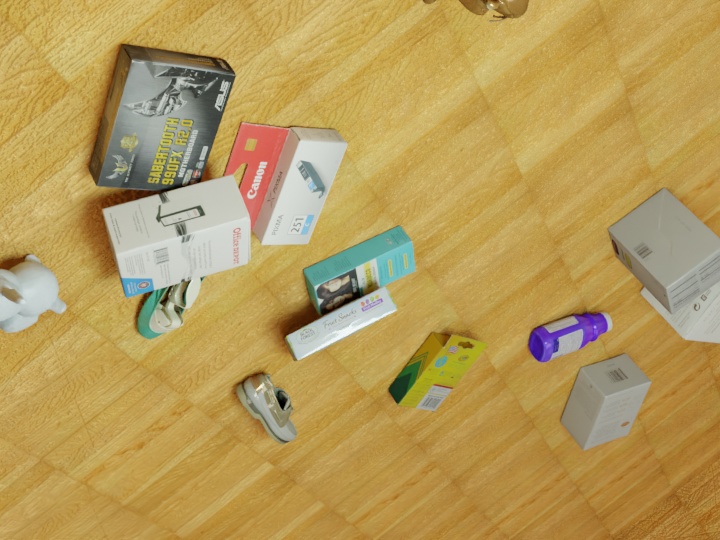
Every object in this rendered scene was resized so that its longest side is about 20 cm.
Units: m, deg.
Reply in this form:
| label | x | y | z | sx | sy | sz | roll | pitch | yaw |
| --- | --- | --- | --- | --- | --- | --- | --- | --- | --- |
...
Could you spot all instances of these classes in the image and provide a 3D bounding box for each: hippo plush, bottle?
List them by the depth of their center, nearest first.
| label | x | y | z | sx | sy | sz | roll | pitch | yaw |
| --- | --- | --- | --- | --- | --- | --- | --- | --- | --- |
| hippo plush | -0.513 | 0.019 | 1.413 | 0.200 | 0.160 | 0.160 | -40 | 173 | 27 |
| bottle | 0.477 | 0.143 | 2.268 | 0.198 | 0.065 | 0.084 | -18 | 138 | -21 |

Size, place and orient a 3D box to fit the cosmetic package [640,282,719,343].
| label | x | y | z | sx | sy | sz | roll | pitch | yaw |
| --- | --- | --- | --- | --- | --- | --- | --- | --- | --- |
| cosmetic package | 0.800 | 0.051 | 2.333 | 0.198 | 0.167 | 0.168 | 8 | 124 | -41 |

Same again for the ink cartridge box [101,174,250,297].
| label | x | y | z | sx | sy | sz | roll | pitch | yaw |
| --- | --- | --- | --- | --- | --- | --- | --- | --- | --- |
| ink cartridge box | -0.269 | -0.050 | 1.491 | 0.198 | 0.085 | 0.146 | -17 | 156 | -15 |

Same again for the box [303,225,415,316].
| label | x | y | z | sx | sy | sz | roll | pitch | yaw |
| --- | --- | --- | --- | --- | --- | --- | --- | --- | --- |
| box | 0.000 | 0.000 | 1.801 | 0.198 | 0.049 | 0.083 | -25 | 139 | -13 |

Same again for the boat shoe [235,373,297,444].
| label | x | y | z | sx | sy | sz | roll | pitch | yaw |
| --- | --- | --- | --- | --- | --- | --- | --- | --- | --- |
| boat shoe | -0.162 | 0.266 | 1.922 | 0.068 | 0.075 | 0.200 | -31 | 139 | 3 |

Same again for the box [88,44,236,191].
| label | x | y | z | sx | sy | sz | roll | pitch | yaw |
| --- | --- | --- | --- | --- | --- | --- | --- | --- | --- |
| box | -0.278 | -0.207 | 1.404 | 0.157 | 0.048 | 0.201 | 1 | 127 | -37 |

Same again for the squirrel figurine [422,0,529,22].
| label | x | y | z | sx | sy | sz | roll | pitch | yaw |
| --- | --- | --- | --- | --- | --- | --- | --- | --- | --- |
| squirrel figurine | 0.159 | -0.436 | 1.388 | 0.141 | 0.187 | 0.201 | -34 | 140 | -2 |

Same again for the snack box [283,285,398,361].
| label | x | y | z | sx | sy | sz | roll | pitch | yaw |
| --- | --- | --- | --- | --- | --- | --- | --- | --- | --- |
| snack box | -0.038 | 0.097 | 1.804 | 0.198 | 0.053 | 0.142 | -27 | 176 | -8 |

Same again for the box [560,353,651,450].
| label | x | y | z | sx | sy | sz | roll | pitch | yaw |
| --- | --- | --- | --- | --- | --- | --- | --- | --- | --- |
| box | 0.611 | 0.329 | 2.511 | 0.151 | 0.107 | 0.202 | -13 | 134 | -26 |

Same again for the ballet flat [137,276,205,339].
| label | x | y | z | sx | sy | sz | roll | pitch | yaw |
| --- | --- | --- | --- | --- | --- | --- | --- | --- | --- |
| ballet flat | -0.303 | 0.050 | 1.616 | 0.067 | 0.071 | 0.201 | 8 | 123 | -40 |

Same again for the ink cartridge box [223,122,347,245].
| label | x | y | z | sx | sy | sz | roll | pitch | yaw |
| --- | --- | --- | --- | --- | --- | --- | --- | --- | --- |
| ink cartridge box | -0.132 | -0.132 | 1.585 | 0.175 | 0.045 | 0.201 | -2 | 129 | -36 |

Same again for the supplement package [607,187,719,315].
| label | x | y | z | sx | sy | sz | roll | pitch | yaw |
| --- | --- | --- | --- | --- | --- | --- | --- | --- | --- |
| supplement package | 0.646 | -0.041 | 2.106 | 0.155 | 0.201 | 0.111 | -35 | 140 | 0 |

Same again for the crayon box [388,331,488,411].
| label | x | y | z | sx | sy | sz | roll | pitch | yaw |
| --- | --- | --- | --- | --- | --- | --- | --- | --- | --- |
| crayon box | 0.164 | 0.203 | 2.113 | 0.126 | 0.051 | 0.201 | 16 | 118 | -44 |
